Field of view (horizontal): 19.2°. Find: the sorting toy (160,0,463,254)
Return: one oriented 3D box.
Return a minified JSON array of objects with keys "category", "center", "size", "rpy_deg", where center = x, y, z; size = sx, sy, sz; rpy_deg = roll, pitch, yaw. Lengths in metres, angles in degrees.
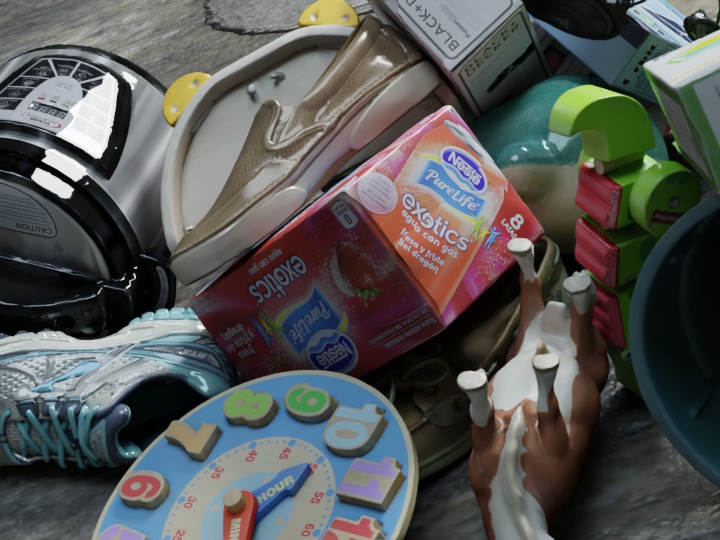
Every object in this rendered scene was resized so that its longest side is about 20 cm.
[{"category":"sorting toy","center":[-0.033,-0.078,1.388],"size":[0.199,0.180,0.107],"rpy_deg":[-28,73,3]}]

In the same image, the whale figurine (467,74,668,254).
[{"category":"whale figurine","center":[0.090,-0.064,1.316],"size":[0.199,0.105,0.159],"rpy_deg":[-6,-9,2]}]

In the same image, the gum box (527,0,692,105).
[{"category":"gum box","center":[0.160,-0.168,1.383],"size":[0.170,0.045,0.200],"rpy_deg":[45,17,27]}]

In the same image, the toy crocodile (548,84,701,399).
[{"category":"toy crocodile","center":[0.144,-0.012,1.166],"size":[0.061,0.201,0.067],"rpy_deg":[-23,37,-21]}]

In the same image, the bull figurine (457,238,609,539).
[{"category":"bull figurine","center":[0.091,0.078,1.114],"size":[0.065,0.122,0.200],"rpy_deg":[1,37,13]}]

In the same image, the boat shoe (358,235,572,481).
[{"category":"boat shoe","center":[0.051,0.054,1.233],"size":[0.073,0.063,0.200],"rpy_deg":[16,44,39]}]

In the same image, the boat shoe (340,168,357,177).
[{"category":"boat shoe","center":[-0.071,-0.102,1.524],"size":[0.199,0.069,0.075],"rpy_deg":[-9,32,9]}]

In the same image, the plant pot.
[{"category":"plant pot","center":[0.267,0.001,1.118],"size":[0.199,0.201,0.196],"rpy_deg":[3,28,27]}]

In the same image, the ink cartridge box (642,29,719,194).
[{"category":"ink cartridge box","center":[0.207,-0.098,1.088],"size":[0.103,0.060,0.200],"rpy_deg":[-24,8,6]}]

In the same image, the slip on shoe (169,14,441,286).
[{"category":"slip on shoe","center":[-0.042,-0.071,1.239],"size":[0.200,0.061,0.076],"rpy_deg":[-41,4,-12]}]

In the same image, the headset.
[{"category":"headset","center":[0.158,-0.177,1.233],"size":[0.123,0.094,0.200],"rpy_deg":[-44,39,8]}]

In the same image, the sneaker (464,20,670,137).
[{"category":"sneaker","center":[0.118,-0.124,1.454],"size":[0.199,0.089,0.081],"rpy_deg":[7,37,21]}]

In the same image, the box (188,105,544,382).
[{"category":"box","center":[0.000,0.000,1.223],"size":[0.100,0.096,0.200],"rpy_deg":[-41,4,-36]}]

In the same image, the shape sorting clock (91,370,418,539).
[{"category":"shape sorting clock","center":[-0.061,0.133,1.147],"size":[0.199,0.039,0.201],"rpy_deg":[-15,44,15]}]

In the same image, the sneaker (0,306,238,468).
[{"category":"sneaker","center":[-0.167,0.081,1.273],"size":[0.199,0.078,0.086],"rpy_deg":[-17,35,-3]}]

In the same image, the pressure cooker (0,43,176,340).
[{"category":"pressure cooker","center":[-0.203,-0.029,1.372],"size":[0.175,0.179,0.200],"rpy_deg":[-27,22,34]}]

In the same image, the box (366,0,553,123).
[{"category":"box","center":[0.056,-0.156,1.331],"size":[0.060,0.200,0.117],"rpy_deg":[-42,74,2]}]
